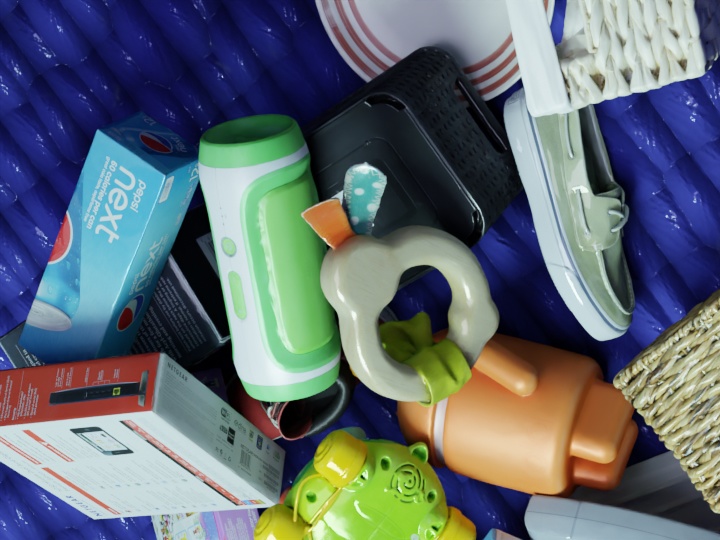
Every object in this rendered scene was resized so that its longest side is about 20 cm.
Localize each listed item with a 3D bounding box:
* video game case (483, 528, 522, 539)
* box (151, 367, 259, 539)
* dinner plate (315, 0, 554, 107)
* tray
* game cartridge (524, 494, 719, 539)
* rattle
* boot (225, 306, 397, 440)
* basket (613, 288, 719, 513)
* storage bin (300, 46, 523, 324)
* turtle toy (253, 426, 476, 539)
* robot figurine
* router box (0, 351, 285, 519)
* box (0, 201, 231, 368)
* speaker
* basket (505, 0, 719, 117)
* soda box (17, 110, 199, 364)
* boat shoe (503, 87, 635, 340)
[{"bbox_3d":[0.158,0.287,1.545,0.198,0.018,0.144,24,126,-11],"label":"video game case"},{"bbox_3d":[-0.135,0.197,1.665,0.137,0.039,0.202,-33,70,58],"label":"box"},{"bbox_3d":[0.055,-0.221,1.484,0.198,0.024,0.202,10,115,21],"label":"dinner plate"},{"bbox_3d":[0.247,0.201,1.562,0.199,0.022,0.108,-26,98,32],"label":"tray"},{"bbox_3d":[0.225,0.224,1.504,0.198,0.041,0.134,12,152,18],"label":"game cartridge"},{"bbox_3d":[0.000,0.000,1.435,0.130,0.143,0.200,-48,120,2],"label":"rattle"},{"bbox_3d":[-0.067,0.110,1.605,0.199,0.144,0.073,-35,100,34],"label":"boot"},{"bbox_3d":[0.309,0.065,1.402,0.149,0.142,0.200,51,127,6],"label":"basket"},{"bbox_3d":[0.011,-0.062,1.512,0.199,0.094,0.136,-30,100,37],"label":"storage bin"},{"bbox_3d":[-0.013,0.205,1.529,0.145,0.101,0.200,37,103,-16],"label":"turtle toy"},{"bbox_3d":[0.114,0.108,1.534,0.198,0.144,0.118,13,93,21],"label":"robot figurine"},{"bbox_3d":[-0.181,0.132,1.520,0.178,0.049,0.200,-7,151,25],"label":"router box"},{"bbox_3d":[-0.169,0.036,1.620,0.199,0.148,0.108,-32,90,33],"label":"box"},{"bbox_3d":[-0.066,-0.009,1.464,0.088,0.088,0.202,1,112,25],"label":"speaker"},{"bbox_3d":[0.181,-0.198,1.332,0.122,0.200,0.137,-7,107,23],"label":"basket"},{"bbox_3d":[-0.189,-0.014,1.489,0.068,0.064,0.201,33,118,15],"label":"soda box"},{"bbox_3d":[0.167,-0.046,1.473,0.062,0.072,0.202,-17,99,33],"label":"boat shoe"}]
